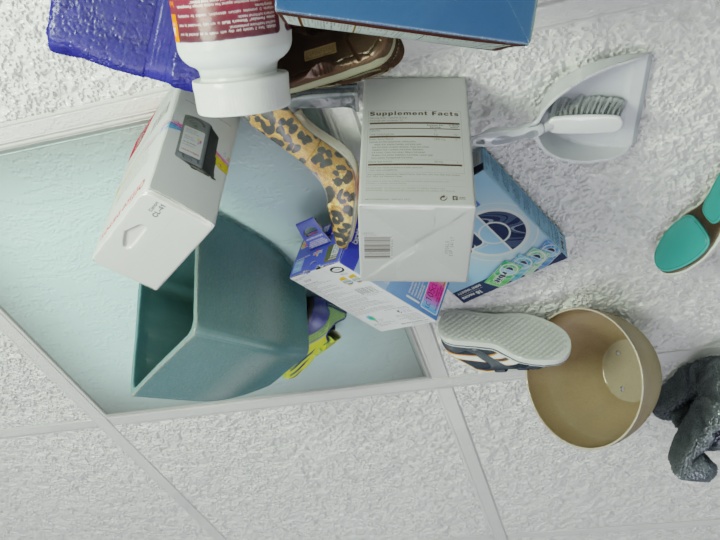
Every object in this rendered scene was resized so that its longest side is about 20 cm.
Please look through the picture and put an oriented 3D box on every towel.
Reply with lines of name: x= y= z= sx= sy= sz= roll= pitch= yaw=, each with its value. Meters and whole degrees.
towel: x=-0.201 y=-0.265 z=0.816 sx=0.198 sy=0.050 sz=0.149 roll=13 pitch=107 yaw=-12

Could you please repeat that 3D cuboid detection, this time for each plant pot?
plant pot: x=-0.181 y=0.067 z=1.134 sx=0.198 sy=0.198 sz=0.196 roll=18 pitch=139 yaw=-32
plant pot: x=0.363 y=0.153 z=1.213 sx=0.133 sy=0.202 sz=0.200 roll=-1 pitch=150 yaw=-41

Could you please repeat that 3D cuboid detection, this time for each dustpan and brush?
dustpan and brush: x=0.221 y=-0.167 z=0.918 sx=0.197 sy=0.058 sz=0.140 roll=-2 pitch=140 yaw=7

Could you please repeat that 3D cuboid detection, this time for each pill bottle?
pill bottle: x=-0.120 y=-0.249 z=0.748 sx=0.108 sy=0.110 sz=0.202 roll=-3 pitch=110 yaw=7

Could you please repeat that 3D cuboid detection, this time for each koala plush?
koala plush: x=0.601 y=0.234 z=1.290 sx=0.198 sy=0.178 sz=0.185 roll=16 pitch=129 yaw=-9

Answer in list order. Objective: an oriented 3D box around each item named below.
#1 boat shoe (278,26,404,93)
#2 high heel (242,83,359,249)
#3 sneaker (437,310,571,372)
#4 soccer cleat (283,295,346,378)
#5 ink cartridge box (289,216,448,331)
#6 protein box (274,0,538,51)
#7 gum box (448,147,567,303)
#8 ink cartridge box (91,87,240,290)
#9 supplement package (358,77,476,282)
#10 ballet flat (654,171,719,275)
boat shoe: x=-0.047 y=-0.220 z=0.866 sx=0.200 sy=0.076 sz=0.075 roll=2 pitch=180 yaw=27
high heel: x=-0.071 y=-0.119 z=0.956 sx=0.141 sy=0.072 sz=0.202 roll=-2 pitch=112 yaw=-2
sneaker: x=0.217 y=0.110 z=1.225 sx=0.198 sy=0.079 sz=0.080 roll=11 pitch=147 yaw=24
soccer cleat: x=-0.076 y=0.114 z=1.270 sx=0.083 sy=0.065 sz=0.201 roll=11 pitch=139 yaw=-13
ink cartridge box: x=0.000 y=0.000 z=1.084 sx=0.199 sy=0.077 sz=0.136 roll=29 pitch=156 yaw=-26
protein box: x=0.043 y=-0.291 z=0.656 sx=0.197 sy=0.135 sz=0.201 roll=6 pitch=103 yaw=-4
gum box: x=0.147 y=-0.051 z=1.073 sx=0.169 sy=0.045 sz=0.200 roll=-27 pitch=131 yaw=32
ink cartridge box: x=-0.212 y=-0.102 z=0.916 sx=0.085 sy=0.202 sz=0.147 roll=27 pitch=136 yaw=-26
supplement package: x=0.059 y=-0.102 z=0.897 sx=0.118 sy=0.202 sz=0.122 roll=1 pitch=140 yaw=2
ballet flat: x=0.448 y=-0.062 z=1.032 sx=0.069 sy=0.070 sz=0.201 roll=11 pitch=139 yaw=-9
